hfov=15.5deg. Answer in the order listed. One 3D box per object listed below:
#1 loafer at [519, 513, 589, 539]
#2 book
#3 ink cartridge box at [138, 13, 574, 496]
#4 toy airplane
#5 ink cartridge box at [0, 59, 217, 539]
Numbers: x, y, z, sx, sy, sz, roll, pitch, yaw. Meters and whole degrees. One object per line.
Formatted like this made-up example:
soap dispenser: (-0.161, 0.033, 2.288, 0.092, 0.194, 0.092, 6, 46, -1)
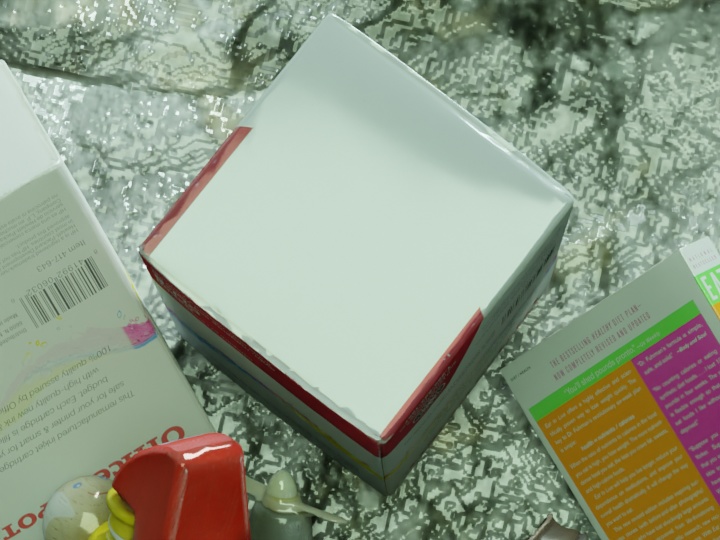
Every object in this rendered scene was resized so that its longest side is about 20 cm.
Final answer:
loafer: (0.019, 0.169, 1.287, 0.199, 0.073, 0.071, -30, 81, -6)
book: (0.169, 0.101, 1.272, 0.048, 0.133, 0.201, -22, 79, -43)
ink cartridge box: (0.000, 0.000, 1.255, 0.144, 0.200, 0.146, 37, 81, 8)
toy airplane: (-0.101, 0.158, 1.197, 0.199, 0.200, 0.141, -41, 57, 5)
ink cartridge box: (-0.167, 0.031, 1.253, 0.128, 0.125, 0.201, -29, 123, -5)
